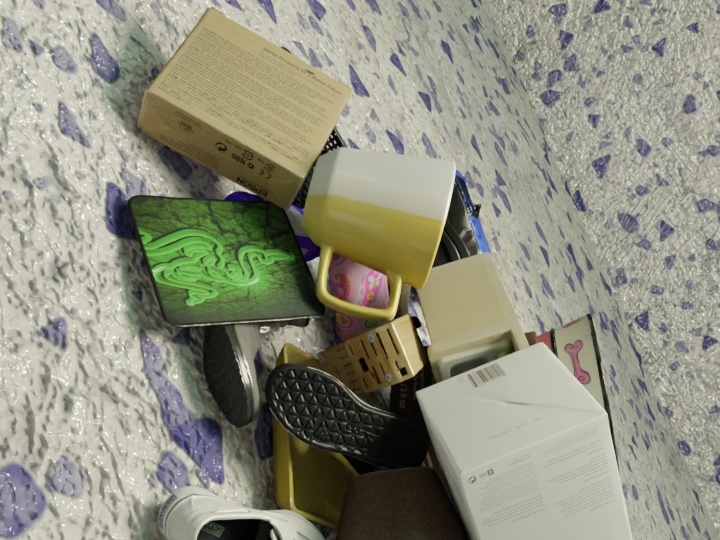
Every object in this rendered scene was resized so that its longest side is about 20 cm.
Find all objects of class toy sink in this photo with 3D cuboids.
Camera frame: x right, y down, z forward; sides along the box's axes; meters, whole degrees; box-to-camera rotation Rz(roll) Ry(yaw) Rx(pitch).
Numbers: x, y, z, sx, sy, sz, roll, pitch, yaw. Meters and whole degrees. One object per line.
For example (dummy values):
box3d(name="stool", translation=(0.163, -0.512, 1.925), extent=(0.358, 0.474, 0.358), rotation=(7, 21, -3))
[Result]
box3d(name="toy sink", translation=(0.138, 0.099, 1.019), extent=(0.200, 0.111, 0.131), rotation=(-103, 175, -50))

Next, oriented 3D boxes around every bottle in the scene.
box3d(name="bottle", translation=(-0.097, -0.048, 1.064), extent=(0.084, 0.065, 0.200), rotation=(48, 18, 23))

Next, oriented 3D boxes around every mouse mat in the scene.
box3d(name="mouse mat", translation=(-0.139, -0.013, 0.897), extent=(0.199, 0.008, 0.161), rotation=(-2, 58, -40))

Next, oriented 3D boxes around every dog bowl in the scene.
box3d(name="dog bowl", translation=(0.264, 0.157, 1.029), extent=(0.200, 0.073, 0.201), rotation=(-10, 90, -77))

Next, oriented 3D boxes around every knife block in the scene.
box3d(name="knife block", translation=(0.048, 0.089, 1.002), extent=(0.175, 0.200, 0.064), rotation=(-22, 86, -35))

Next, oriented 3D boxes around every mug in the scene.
box3d(name="mug", translation=(0.013, -0.059, 0.943), extent=(0.152, 0.150, 0.187), rotation=(15, 40, -1))

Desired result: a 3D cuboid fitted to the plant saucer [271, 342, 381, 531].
box3d(name="plant saucer", translation=(-0.040, 0.211, 0.972), extent=(0.200, 0.048, 0.201), rotation=(38, 36, -45))

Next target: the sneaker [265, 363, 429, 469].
box3d(name="sneaker", translation=(-0.020, 0.162, 0.897), extent=(0.199, 0.083, 0.072), rotation=(31, 80, -18))

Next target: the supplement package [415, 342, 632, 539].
box3d(name="supplement package", translation=(0.169, 0.214, 0.864), extent=(0.151, 0.151, 0.201), rotation=(-119, -170, -64))

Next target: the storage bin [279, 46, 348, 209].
box3d(name="storage bin", translation=(-0.107, -0.188, 1.149), extent=(0.201, 0.093, 0.135), rotation=(60, 26, -12))

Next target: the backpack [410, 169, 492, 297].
box3d(name="backpack", translation=(0.140, -0.055, 1.418), extent=(0.168, 0.162, 0.201), rotation=(7, 60, -64))

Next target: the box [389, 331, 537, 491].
box3d(name="box", translation=(0.153, 0.205, 1.124), extent=(0.166, 0.199, 0.165), rotation=(-85, 160, -48))

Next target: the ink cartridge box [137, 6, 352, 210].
box3d(name="ink cartridge box", translation=(-0.132, -0.190, 0.983), extent=(0.199, 0.075, 0.165), rotation=(29, 53, -5))

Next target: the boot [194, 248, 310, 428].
box3d(name="boot", translation=(-0.106, 0.062, 0.909), extent=(0.131, 0.070, 0.201), rotation=(-3, 70, -40))

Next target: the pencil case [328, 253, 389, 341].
box3d(name="pencil case", translation=(0.000, 0.000, 1.102), extent=(0.088, 0.087, 0.201), rotation=(-67, 156, -58))

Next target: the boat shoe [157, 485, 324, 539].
box3d(name="boat shoe", translation=(-0.096, 0.258, 0.779), extent=(0.200, 0.065, 0.074), rotation=(28, 82, -41))

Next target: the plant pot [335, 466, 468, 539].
box3d(name="plant pot", translation=(0.044, 0.308, 0.853), extent=(0.187, 0.186, 0.201), rotation=(23, 56, -54))

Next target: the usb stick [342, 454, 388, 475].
box3d(name="usb stick", translation=(0.037, 0.251, 0.989), extent=(0.200, 0.033, 0.056), rotation=(53, 29, -23))

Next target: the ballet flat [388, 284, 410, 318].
box3d(name="ballet flat", translation=(0.058, 0.050, 1.189), extent=(0.067, 0.046, 0.201), rotation=(-108, -165, -59))
